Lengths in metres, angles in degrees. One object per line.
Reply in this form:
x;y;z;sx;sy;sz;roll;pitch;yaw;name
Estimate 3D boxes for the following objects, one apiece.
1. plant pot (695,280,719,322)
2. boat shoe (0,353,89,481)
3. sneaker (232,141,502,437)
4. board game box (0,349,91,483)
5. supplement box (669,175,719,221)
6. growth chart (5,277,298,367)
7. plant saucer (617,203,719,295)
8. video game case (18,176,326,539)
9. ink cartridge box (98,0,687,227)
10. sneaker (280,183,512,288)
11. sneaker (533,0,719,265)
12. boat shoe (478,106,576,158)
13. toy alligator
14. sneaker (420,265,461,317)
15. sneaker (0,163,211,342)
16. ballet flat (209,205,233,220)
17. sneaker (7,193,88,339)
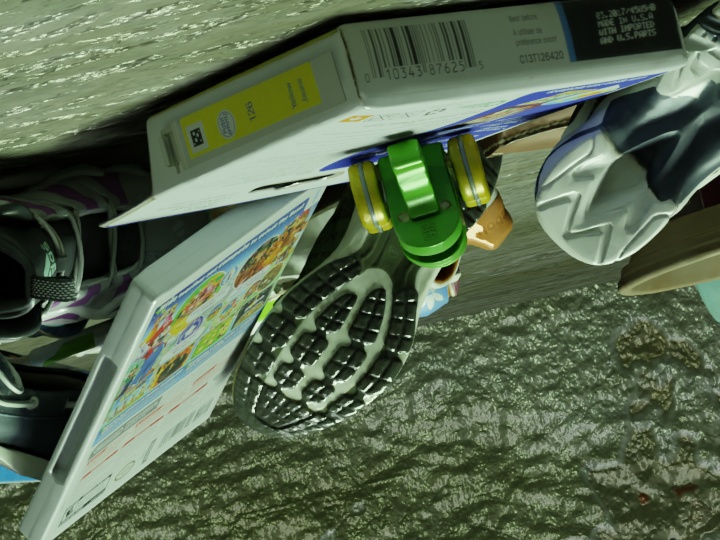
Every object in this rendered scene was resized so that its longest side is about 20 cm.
0.320;-0.040;1.892;0.196;0.201;0.200;-8;179;32;plant pot
-0.194;0.057;1.469;0.075;0.062;0.200;23;178;37;boat shoe
0.000;0.000;1.572;0.200;0.077;0.089;-54;-166;-1;sneaker
-0.262;0.069;1.628;0.196;0.056;0.200;11;-175;32;board game box
0.207;-0.071;1.716;0.110;0.086;0.200;-13;175;-11;supplement box
-0.092;0.029;1.624;0.145;0.018;0.200;-20;173;20;growth chart
0.234;-0.025;1.636;0.200;0.030;0.200;-15;173;-2;plant saucer
-0.092;0.040;1.478;0.143;0.018;0.200;-37;163;-44;video game case
0.009;-0.074;1.345;0.197;0.047;0.200;-12;177;-41;ink cartridge box
0.001;-0.013;1.699;0.200;0.085;0.073;-18;-152;45;sneaker
0.167;-0.088;1.423;0.199;0.079;0.130;-44;-169;12;sneaker
0.160;-0.080;1.528;0.200;0.074;0.076;-13;175;-15;boat shoe
0.032;-0.027;1.393;0.059;0.054;0.200;-15;177;3;toy alligator
0.039;-0.020;1.796;0.075;0.090;0.200;-13;176;-12;sneaker
-0.144;-0.002;1.375;0.200;0.078;0.140;-13;-171;-23;sneaker
-0.087;-0.017;1.616;0.069;0.063;0.200;-16;176;26;ballet flat
-0.184;0.007;1.542;0.088;0.075;0.200;-15;175;12;sneaker
